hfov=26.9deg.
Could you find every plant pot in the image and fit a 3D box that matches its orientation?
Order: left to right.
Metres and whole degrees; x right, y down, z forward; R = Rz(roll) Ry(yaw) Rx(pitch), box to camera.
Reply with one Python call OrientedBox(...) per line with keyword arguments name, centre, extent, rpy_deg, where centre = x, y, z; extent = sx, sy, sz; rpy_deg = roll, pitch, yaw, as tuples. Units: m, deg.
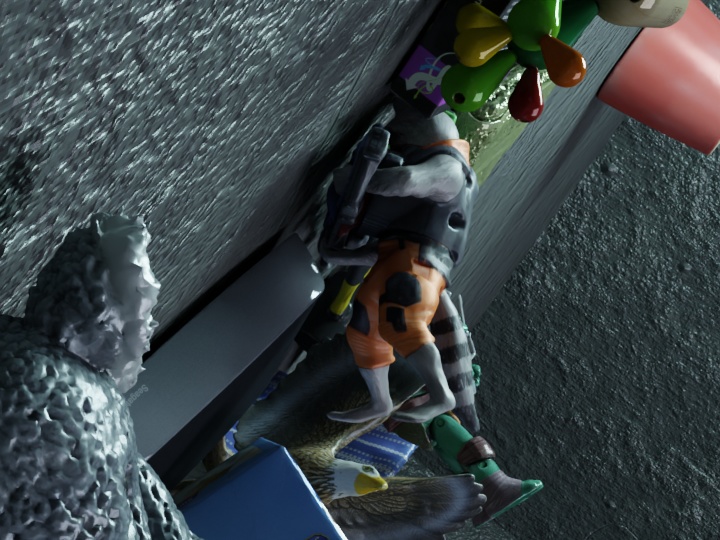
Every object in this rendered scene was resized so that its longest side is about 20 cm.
OrientedBox(name="plant pot", centre=(0.461, -0.270, 2.103), extent=(0.200, 0.177, 0.200), rpy_deg=(-51, 172, -10))

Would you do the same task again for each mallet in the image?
OrientedBox(name="mallet", centre=(0.000, 0.000, 1.069), extent=(0.066, 0.041, 0.200), rpy_deg=(-50, 176, -31))

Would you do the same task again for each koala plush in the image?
OrientedBox(name="koala plush", centre=(-0.117, 0.087, 0.486), extent=(0.177, 0.184, 0.200), rpy_deg=(-35, 145, -25))

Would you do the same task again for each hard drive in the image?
OrientedBox(name="hard drive", centre=(-0.097, 0.073, 0.848), extent=(0.200, 0.042, 0.135), rpy_deg=(-44, 169, -47))

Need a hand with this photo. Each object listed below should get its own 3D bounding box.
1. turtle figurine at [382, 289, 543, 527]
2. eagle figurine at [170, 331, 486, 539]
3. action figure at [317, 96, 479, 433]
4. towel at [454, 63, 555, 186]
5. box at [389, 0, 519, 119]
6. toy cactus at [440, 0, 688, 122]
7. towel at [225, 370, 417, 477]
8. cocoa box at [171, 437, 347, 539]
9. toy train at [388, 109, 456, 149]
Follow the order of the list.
OrientedBox(name="turtle figurine", centre=(0.061, 0.095, 1.143), extent=(0.101, 0.200, 0.150), rpy_deg=(-31, 169, 5))
OrientedBox(name="eagle figurine", centre=(-0.023, 0.135, 1.026), extent=(0.200, 0.151, 0.152), rpy_deg=(-16, 133, -46))
OrientedBox(name="action figure", centre=(0.026, -0.005, 0.893), extent=(0.200, 0.105, 0.194), rpy_deg=(134, -37, -80))
OrientedBox(name="towel", centre=(0.093, -0.103, 1.202), extent=(0.148, 0.036, 0.200), rpy_deg=(-56, 172, 33))
OrientedBox(name="box", centre=(0.103, -0.185, 0.875), extent=(0.200, 0.036, 0.143), rpy_deg=(-54, 171, 23))
OrientedBox(name="toy cactus", centre=(0.129, -0.155, 0.780), extent=(0.165, 0.102, 0.200), rpy_deg=(5, 118, -52))
OrientedBox(name="towel", centre=(-0.056, 0.152, 1.143), extent=(0.200, 0.145, 0.024), rpy_deg=(-45, 143, -46))
OrientedBox(name="cocoa box", centre=(-0.098, 0.203, 0.865), extent=(0.200, 0.131, 0.133), rpy_deg=(-33, -179, -10))
OrientedBox(name="toy train", centre=(0.032, -0.059, 1.033), extent=(0.056, 0.042, 0.200), rpy_deg=(-61, 176, -18))
